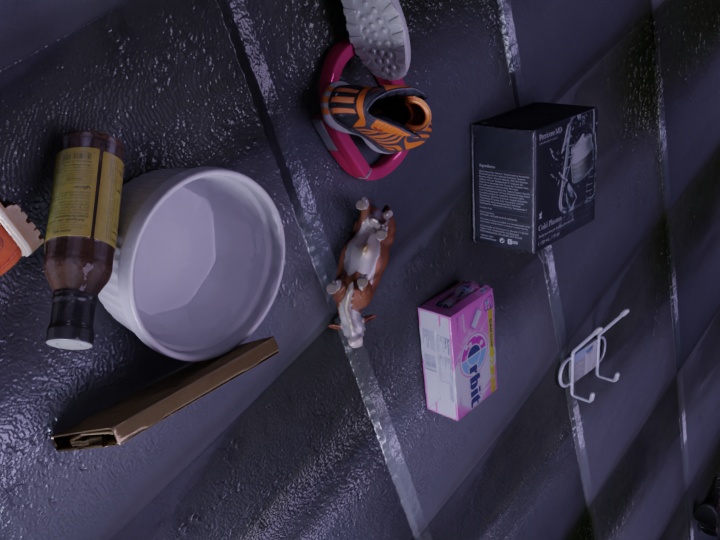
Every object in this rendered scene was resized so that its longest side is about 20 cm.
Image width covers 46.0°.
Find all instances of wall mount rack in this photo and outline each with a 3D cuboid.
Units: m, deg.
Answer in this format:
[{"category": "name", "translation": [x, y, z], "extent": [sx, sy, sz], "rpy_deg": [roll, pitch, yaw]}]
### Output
[{"category": "wall mount rack", "translation": [0.489, 0.169, 1.754], "extent": [0.200, 0.075, 0.174], "rpy_deg": [-23, 119, -44]}]

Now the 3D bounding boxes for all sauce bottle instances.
[{"category": "sauce bottle", "translation": [-0.258, -0.028, 0.781], "extent": [0.065, 0.065, 0.200], "rpy_deg": [26, 59, -50]}]

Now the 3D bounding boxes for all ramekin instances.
[{"category": "ramekin", "translation": [-0.186, -0.014, 0.888], "extent": [0.200, 0.105, 0.200], "rpy_deg": [-18, 115, -45]}]

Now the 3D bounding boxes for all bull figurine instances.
[{"category": "bull figurine", "translation": [0.000, 0.000, 1.126], "extent": [0.121, 0.065, 0.200], "rpy_deg": [72, 32, -78]}]

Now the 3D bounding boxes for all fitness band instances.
[{"category": "fitness band", "translation": [0.008, -0.207, 1.104], "extent": [0.144, 0.037, 0.200], "rpy_deg": [-57, 138, -20]}]

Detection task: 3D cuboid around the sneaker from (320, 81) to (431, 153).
[{"category": "sneaker", "translation": [0.052, -0.183, 1.049], "extent": [0.200, 0.112, 0.078], "rpy_deg": [0, 100, -51]}]

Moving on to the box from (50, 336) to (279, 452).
[{"category": "box", "translation": [-0.202, 0.129, 0.879], "extent": [0.200, 0.163, 0.021], "rpy_deg": [-29, 97, -41]}]

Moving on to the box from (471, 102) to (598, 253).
[{"category": "box", "translation": [0.284, -0.156, 1.376], "extent": [0.200, 0.124, 0.197], "rpy_deg": [-26, 118, -42]}]

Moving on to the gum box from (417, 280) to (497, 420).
[{"category": "gum box", "translation": [0.158, 0.122, 1.360], "extent": [0.113, 0.066, 0.200], "rpy_deg": [-29, 122, -40]}]

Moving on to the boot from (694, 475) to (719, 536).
[{"category": "boot", "translation": [1.121, 0.729, 2.687], "extent": [0.174, 0.069, 0.200], "rpy_deg": [-59, 142, -26]}]

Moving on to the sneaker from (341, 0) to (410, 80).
[{"category": "sneaker", "translation": [0.019, -0.331, 1.028], "extent": [0.081, 0.076, 0.200], "rpy_deg": [-48, 121, -52]}]

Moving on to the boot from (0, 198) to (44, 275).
[{"category": "boot", "translation": [-0.361, -0.058, 0.699], "extent": [0.107, 0.075, 0.200], "rpy_deg": [-47, 134, -22]}]
